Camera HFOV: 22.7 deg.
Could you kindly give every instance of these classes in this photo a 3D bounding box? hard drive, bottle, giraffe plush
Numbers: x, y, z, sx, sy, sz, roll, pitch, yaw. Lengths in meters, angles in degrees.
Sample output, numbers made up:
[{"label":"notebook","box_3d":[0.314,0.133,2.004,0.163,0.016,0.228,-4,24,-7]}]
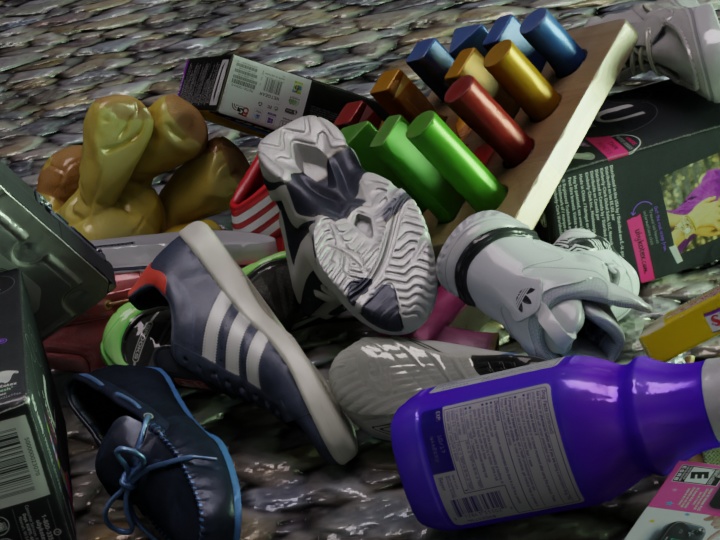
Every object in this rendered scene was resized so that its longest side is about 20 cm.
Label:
[{"label":"hard drive","box_3d":[-0.285,0.020,1.219,0.199,0.140,0.038,-34,42,11]},{"label":"bottle","box_3d":[0.118,0.090,1.005,0.199,0.084,0.065,-15,7,25]},{"label":"giraffe plush","box_3d":[-0.206,-0.042,1.432,0.162,0.172,0.201,6,62,54]}]

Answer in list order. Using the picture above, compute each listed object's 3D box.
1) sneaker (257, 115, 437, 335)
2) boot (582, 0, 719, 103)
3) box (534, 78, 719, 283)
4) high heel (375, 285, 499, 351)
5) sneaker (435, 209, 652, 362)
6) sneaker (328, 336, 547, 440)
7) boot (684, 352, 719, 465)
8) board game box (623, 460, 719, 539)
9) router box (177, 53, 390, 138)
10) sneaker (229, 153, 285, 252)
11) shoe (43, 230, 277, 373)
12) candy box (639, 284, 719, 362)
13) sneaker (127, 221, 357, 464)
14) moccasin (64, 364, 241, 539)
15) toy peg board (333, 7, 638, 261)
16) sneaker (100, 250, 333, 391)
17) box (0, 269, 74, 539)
[{"label":"sneaker","box_3d":[0.000,0.000,1.207,0.079,0.130,0.199,-32,48,-13]},{"label":"boot","box_3d":[0.214,-0.156,1.318,0.095,0.074,0.200,-15,13,5]},{"label":"box","box_3d":[0.209,-0.066,1.321,0.199,0.107,0.122,-16,24,-12]},{"label":"high heel","box_3d":[0.058,0.018,1.249,0.095,0.068,0.201,5,42,11]},{"label":"sneaker","box_3d":[0.142,0.026,1.150,0.199,0.075,0.115,14,22,-50]},{"label":"sneaker","box_3d":[0.077,0.085,1.106,0.199,0.072,0.072,13,-7,26]},{"label":"boot","box_3d":[0.259,0.059,1.076,0.154,0.073,0.200,-10,27,6]},{"label":"board game box","box_3d":[0.224,0.165,0.867,0.199,0.065,0.147,6,29,31]},{"label":"router box","box_3d":[-0.039,-0.124,1.468,0.199,0.051,0.149,16,0,-20]},{"label":"sneaker","box_3d":[-0.008,-0.055,1.377,0.199,0.116,0.078,-23,27,-25]},{"label":"shoe","box_3d":[-0.158,0.023,1.309,0.198,0.092,0.071,-5,9,-9]},{"label":"candy box","box_3d":[0.263,0.000,1.090,0.199,0.027,0.102,-29,-1,11]},{"label":"sneaker","box_3d":[-0.081,0.063,1.164,0.084,0.075,0.200,-38,60,-3]},{"label":"moccasin","box_3d":[-0.131,0.121,1.083,0.068,0.081,0.200,5,16,-28]},{"label":"toy peg board","box_3d":[0.063,-0.113,1.280,0.199,0.098,0.200,-5,48,53]},{"label":"sneaker","box_3d":[-0.085,0.047,1.265,0.199,0.077,0.084,-20,55,-28]},{"label":"box","box_3d":[-0.243,0.100,1.113,0.105,0.123,0.200,-14,25,-6]}]
